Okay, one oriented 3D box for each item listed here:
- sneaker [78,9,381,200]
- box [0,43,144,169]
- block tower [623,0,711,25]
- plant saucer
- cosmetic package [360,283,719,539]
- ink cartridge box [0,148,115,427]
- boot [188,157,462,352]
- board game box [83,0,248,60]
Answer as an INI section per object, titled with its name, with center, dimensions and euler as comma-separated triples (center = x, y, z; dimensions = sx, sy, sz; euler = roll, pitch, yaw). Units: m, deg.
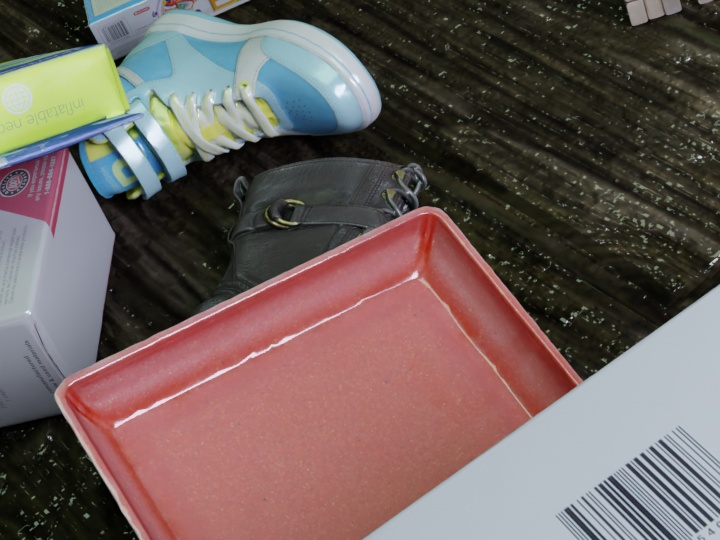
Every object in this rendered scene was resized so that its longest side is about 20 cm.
[sneaker]
center = -0.088, -0.084, 1.000
dimensions = 0.200, 0.080, 0.131
euler = 13, 52, 47
[box]
center = -0.217, -0.085, 0.962
dimensions = 0.122, 0.048, 0.200
euler = -24, 13, -28
[block tower]
center = 0.242, -0.204, 0.977
dimensions = 0.200, 0.054, 0.058
euler = -17, 43, 10
[plant saucer]
center = 0.003, 0.087, 0.723
dimensions = 0.200, 0.037, 0.200
euler = -26, 59, -21
[cosmetic package]
center = 0.119, 0.139, 0.584
dimensions = 0.199, 0.200, 0.123
euler = -34, 40, -10
[ink cartridge box]
center = -0.250, 0.022, 0.964
dimensions = 0.199, 0.085, 0.146
euler = -12, 43, 12
[boot]
center = 0.000, 0.000, 0.884
dimensions = 0.200, 0.069, 0.174
euler = 5, 42, 21
[board game box]
center = -0.099, -0.232, 1.182
dimensions = 0.200, 0.034, 0.135
euler = -23, 42, 3
